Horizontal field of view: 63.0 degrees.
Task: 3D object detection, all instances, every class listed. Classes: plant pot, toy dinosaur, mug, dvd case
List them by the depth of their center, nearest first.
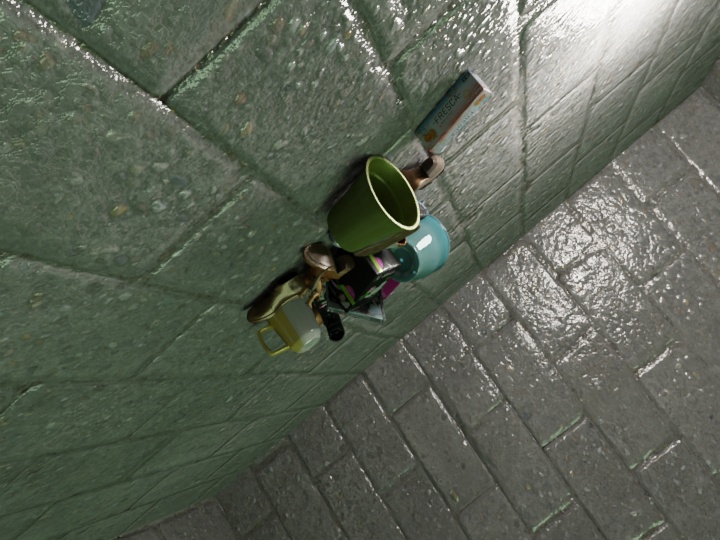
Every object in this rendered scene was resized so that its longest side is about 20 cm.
[{"bbox_3d":[0.019,-0.145,1.469,0.188,0.205,0.197,-33,168,34],"label":"plant pot"},{"bbox_3d":[-0.129,0.041,1.655,0.107,0.060,0.201,-53,175,-17],"label":"toy dinosaur"},{"bbox_3d":[-0.212,0.183,1.846,0.186,0.155,0.149,-41,164,13],"label":"mug"},{"bbox_3d":[0.162,-0.058,1.853,0.201,0.201,0.187,-48,173,33],"label":"plant pot"},{"bbox_3d":[-0.017,0.094,1.883,0.193,0.149,0.022,15,128,-17],"label":"dvd case"}]

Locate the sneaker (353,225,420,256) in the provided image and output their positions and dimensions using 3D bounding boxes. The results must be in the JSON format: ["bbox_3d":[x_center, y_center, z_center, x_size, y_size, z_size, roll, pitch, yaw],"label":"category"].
[{"bbox_3d":[0.056,-0.122,1.573,0.195,0.112,0.070,-25,164,15],"label":"sneaker"}]

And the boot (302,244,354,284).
[{"bbox_3d":[-0.128,-0.003,1.694,0.152,0.076,0.197,-26,152,36],"label":"boot"}]

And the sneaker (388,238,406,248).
[{"bbox_3d":[0.082,-0.140,1.660,0.082,0.075,0.201,0,147,23],"label":"sneaker"}]

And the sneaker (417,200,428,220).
[{"bbox_3d":[0.123,-0.165,1.791,0.195,0.074,0.083,-11,147,-37],"label":"sneaker"}]

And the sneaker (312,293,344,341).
[{"bbox_3d":[-0.100,0.152,1.958,0.069,0.100,0.204,-24,126,-3],"label":"sneaker"}]

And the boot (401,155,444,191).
[{"bbox_3d":[0.154,-0.249,1.654,0.197,0.072,0.146,-34,172,11],"label":"boot"}]

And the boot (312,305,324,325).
[{"bbox_3d":[-0.154,0.152,2.033,0.194,0.078,0.157,-16,147,-28],"label":"boot"}]

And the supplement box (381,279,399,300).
[{"bbox_3d":[0.110,-0.003,2.031,0.104,0.101,0.200,-47,178,33],"label":"supplement box"}]

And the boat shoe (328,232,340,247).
[{"bbox_3d":[0.001,-0.114,1.665,0.198,0.076,0.087,3,136,-45],"label":"boat shoe"}]

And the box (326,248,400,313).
[{"bbox_3d":[0.000,0.000,1.795,0.122,0.150,0.201,-19,156,-46],"label":"box"}]

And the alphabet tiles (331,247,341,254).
[{"bbox_3d":[0.015,-0.114,1.806,0.168,0.008,0.198,-48,161,27],"label":"alphabet tiles"}]

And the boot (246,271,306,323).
[{"bbox_3d":[-0.247,0.072,1.674,0.197,0.074,0.077,-34,138,-11],"label":"boot"}]

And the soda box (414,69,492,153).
[{"bbox_3d":[0.225,-0.384,1.439,0.200,0.069,0.063,-46,161,27],"label":"soda box"}]
